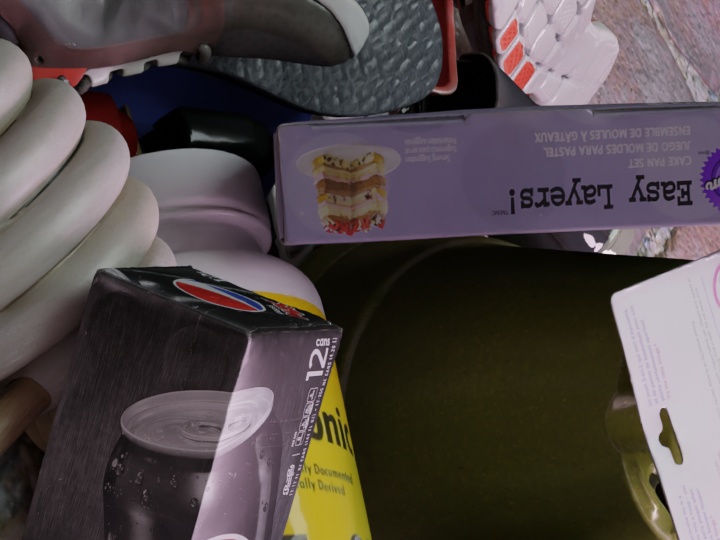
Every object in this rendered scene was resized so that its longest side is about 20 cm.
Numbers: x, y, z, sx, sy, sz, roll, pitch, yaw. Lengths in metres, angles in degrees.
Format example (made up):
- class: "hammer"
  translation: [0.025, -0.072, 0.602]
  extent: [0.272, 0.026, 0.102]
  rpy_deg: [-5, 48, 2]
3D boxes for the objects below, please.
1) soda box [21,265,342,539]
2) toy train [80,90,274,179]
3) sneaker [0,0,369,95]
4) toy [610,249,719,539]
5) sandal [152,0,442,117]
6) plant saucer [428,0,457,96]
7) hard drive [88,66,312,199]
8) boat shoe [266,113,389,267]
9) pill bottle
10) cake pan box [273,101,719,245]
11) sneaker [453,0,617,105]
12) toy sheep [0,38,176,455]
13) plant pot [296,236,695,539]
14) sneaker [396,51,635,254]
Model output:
- class: "soda box"
  translation: [-0.074, 0.103, 1.013]
  extent: [0.063, 0.071, 0.201]
  rpy_deg: [-1, 109, -60]
- class: "toy train"
  translation: [-0.113, -0.050, 1.159]
  extent: [0.199, 0.046, 0.034]
  rpy_deg: [2, 67, -42]
- class: "sneaker"
  translation: [-0.097, -0.097, 1.127]
  extent: [0.199, 0.077, 0.082]
  rpy_deg: [15, 87, -12]
- class: "toy"
  translation: [0.172, 0.037, 1.156]
  extent: [0.199, 0.047, 0.116]
  rpy_deg: [-20, 96, -33]
- class: "sandal"
  translation: [-0.059, -0.108, 1.205]
  extent: [0.199, 0.043, 0.076]
  rpy_deg: [7, 93, -24]
- class: "plant saucer"
  translation: [-0.055, -0.173, 1.344]
  extent: [0.199, 0.037, 0.200]
  rpy_deg: [16, 51, -24]
- class: "hard drive"
  translation: [-0.087, -0.126, 1.216]
  extent: [0.200, 0.025, 0.132]
  rpy_deg: [32, 85, -35]
- class: "boat shoe"
  translation: [0.000, 0.000, 1.335]
  extent: [0.201, 0.073, 0.065]
  rpy_deg: [64, 23, -2]
- class: "pill bottle"
  translation: [-0.061, 0.060, 1.141]
  extent: [0.111, 0.111, 0.201]
  rpy_deg: [21, 50, -53]
- class: "cake pan box"
  translation: [0.070, -0.040, 1.176]
  extent: [0.184, 0.199, 0.053]
  rpy_deg: [-74, 161, -86]
- class: "sneaker"
  translation: [0.073, -0.136, 1.530]
  extent: [0.082, 0.077, 0.200]
  rpy_deg: [37, -9, 21]
- class: "toy sheep"
  translation: [-0.139, -0.013, 1.046]
  extent: [0.200, 0.137, 0.138]
  rpy_deg: [57, 29, -21]
- class: "plant pot"
  translation: [0.086, 0.065, 1.236]
  extent: [0.199, 0.190, 0.201]
  rpy_deg: [7, 79, -39]
- class: "sneaker"
  translation: [0.053, -0.071, 1.404]
  extent: [0.106, 0.075, 0.200]
  rpy_deg: [49, -4, -30]
